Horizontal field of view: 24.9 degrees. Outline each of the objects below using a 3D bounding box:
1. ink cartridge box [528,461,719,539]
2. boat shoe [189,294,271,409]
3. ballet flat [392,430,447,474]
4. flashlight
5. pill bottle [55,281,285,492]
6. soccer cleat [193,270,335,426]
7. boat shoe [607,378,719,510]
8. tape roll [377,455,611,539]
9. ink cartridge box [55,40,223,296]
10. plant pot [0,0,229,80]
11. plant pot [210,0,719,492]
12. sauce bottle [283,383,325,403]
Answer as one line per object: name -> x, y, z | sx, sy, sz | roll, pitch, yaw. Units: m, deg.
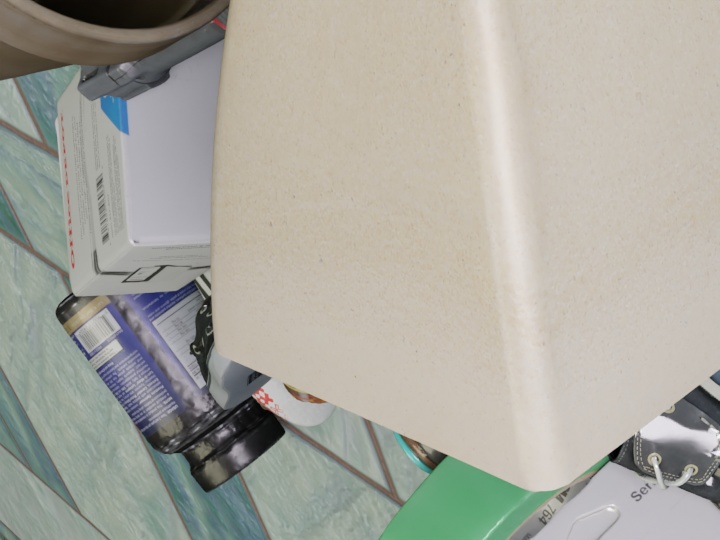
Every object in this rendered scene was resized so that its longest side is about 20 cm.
ink cartridge box -> 0.139, 0.205, 0.920 | 0.084, 0.146, 0.200 | 39, 157, 26
boat shoe -> -0.082, 0.041, 1.056 | 0.057, 0.069, 0.200 | 53, 161, 9
ballet flat -> 0.082, 0.086, 0.942 | 0.068, 0.068, 0.200 | 50, -168, 14
flashlight -> -0.086, -0.149, 0.900 | 0.200, 0.068, 0.068 | -15, 80, 52
pill bottle -> -0.155, 0.081, 1.364 | 0.200, 0.112, 0.112 | 54, 157, -1
soccer cleat -> -0.075, 0.029, 1.196 | 0.200, 0.069, 0.085 | 61, 161, -7
boat shoe -> 0.157, 0.086, 0.830 | 0.200, 0.068, 0.072 | 44, 156, 10
tape roll -> 0.077, 0.153, 0.908 | 0.048, 0.200, 0.201 | 40, 154, 27
ink cartridge box -> -0.141, -0.070, 1.083 | 0.200, 0.084, 0.147 | 155, 110, -68
plant pot -> -0.174, -0.177, 0.803 | 0.173, 0.200, 0.200 | -23, 104, 49
plant pot -> 0.056, -0.061, 0.653 | 0.200, 0.199, 0.178 | 20, 130, 44
sauce bottle -> -0.042, 0.006, 1.102 | 0.066, 0.066, 0.200 | 34, 149, 38
